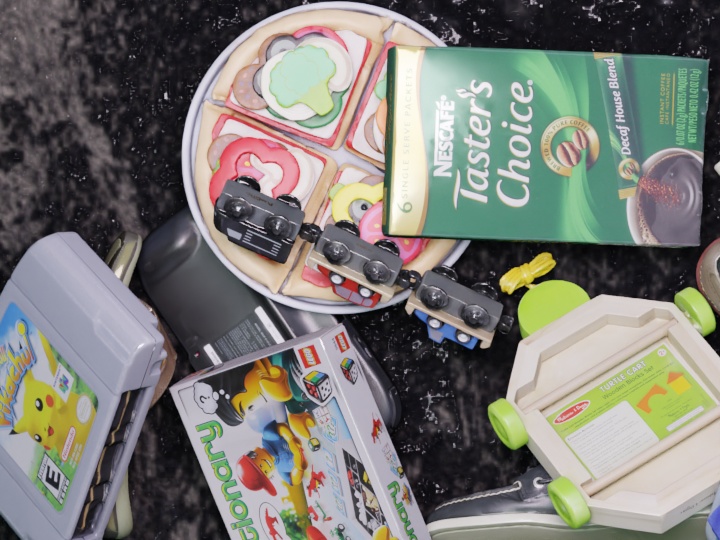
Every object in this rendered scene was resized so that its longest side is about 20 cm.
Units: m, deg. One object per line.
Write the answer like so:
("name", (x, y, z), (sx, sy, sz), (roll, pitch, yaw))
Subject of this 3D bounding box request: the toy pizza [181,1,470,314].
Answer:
("toy pizza", (-0.014, -0.073, 1.737), (0.200, 0.032, 0.201), (0, 85, -1))

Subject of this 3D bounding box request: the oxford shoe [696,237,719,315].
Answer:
("oxford shoe", (0.294, 0.046, 1.686), (0.200, 0.075, 0.071), (28, 94, 7))

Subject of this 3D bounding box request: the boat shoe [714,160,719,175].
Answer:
("boat shoe", (0.297, -0.115, 1.683), (0.062, 0.072, 0.200), (40, 100, 4))

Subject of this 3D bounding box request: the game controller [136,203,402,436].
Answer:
("game controller", (-0.061, 0.042, 1.772), (0.104, 0.042, 0.200), (-36, 85, 23))

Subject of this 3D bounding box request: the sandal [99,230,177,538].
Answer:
("sandal", (-0.147, 0.073, 1.771), (0.057, 0.080, 0.202), (-1, 101, -9))

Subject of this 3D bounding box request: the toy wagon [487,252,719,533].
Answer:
("toy wagon", (0.157, 0.070, 1.702), (0.155, 0.040, 0.200), (-30, 55, -13))

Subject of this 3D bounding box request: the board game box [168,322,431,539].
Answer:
("board game box", (-0.029, 0.145, 1.733), (0.126, 0.035, 0.200), (-20, 95, 34))

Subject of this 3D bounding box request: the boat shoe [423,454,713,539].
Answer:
("boat shoe", (0.137, 0.140, 1.724), (0.199, 0.075, 0.066), (-9, 61, 18))

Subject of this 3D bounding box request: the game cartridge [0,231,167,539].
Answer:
("game cartridge", (-0.193, 0.083, 1.735), (0.133, 0.040, 0.200), (46, 129, 36))

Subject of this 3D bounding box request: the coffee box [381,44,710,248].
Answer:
("coffee box", (0.114, -0.076, 1.706), (0.199, 0.044, 0.123), (3, 92, -5))

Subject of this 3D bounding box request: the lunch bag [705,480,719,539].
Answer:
("lunch bag", (0.296, 0.117, 1.622), (0.160, 0.083, 0.200), (-4, 132, -20))

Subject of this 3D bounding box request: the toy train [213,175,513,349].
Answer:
("toy train", (0.000, 0.000, 1.702), (0.200, 0.034, 0.046), (24, 129, -1))
